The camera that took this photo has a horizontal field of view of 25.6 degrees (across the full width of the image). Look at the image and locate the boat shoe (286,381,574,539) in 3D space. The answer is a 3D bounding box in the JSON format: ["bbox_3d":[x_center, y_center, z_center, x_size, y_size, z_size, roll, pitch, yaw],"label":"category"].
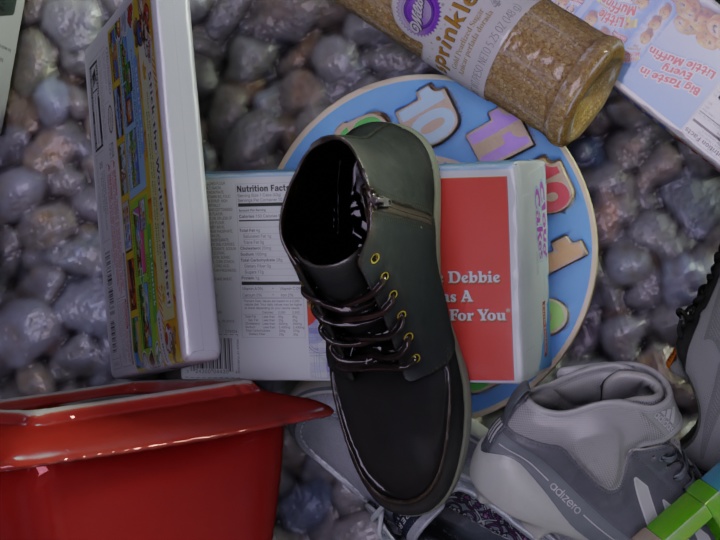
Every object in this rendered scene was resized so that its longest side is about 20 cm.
[{"bbox_3d":[0.042,0.122,0.877,0.200,0.072,0.070,24,127,8],"label":"boat shoe"}]

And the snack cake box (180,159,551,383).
[{"bbox_3d":[0.000,0.000,0.865,0.199,0.067,0.116,0,95,21],"label":"snack cake box"}]

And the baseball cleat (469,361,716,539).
[{"bbox_3d":[0.158,0.110,0.826,0.199,0.070,0.107,18,117,-23],"label":"baseball cleat"}]

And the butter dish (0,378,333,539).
[{"bbox_3d":[-0.133,0.137,0.826,0.199,0.198,0.149,-7,90,53],"label":"butter dish"}]

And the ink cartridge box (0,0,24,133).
[{"bbox_3d":[-0.278,-0.193,0.947,0.145,0.084,0.202,9,90,10],"label":"ink cartridge box"}]

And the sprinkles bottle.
[{"bbox_3d":[0.048,-0.148,0.883,0.199,0.068,0.068,34,95,17],"label":"sprinkles bottle"}]

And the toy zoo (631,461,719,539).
[{"bbox_3d":[0.248,0.123,0.827,0.200,0.020,0.132,-38,114,-9],"label":"toy zoo"}]

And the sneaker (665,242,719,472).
[{"bbox_3d":[0.204,0.019,0.851,0.079,0.074,0.202,3,100,19],"label":"sneaker"}]

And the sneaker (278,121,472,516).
[{"bbox_3d":[0.001,0.029,0.775,0.074,0.106,0.202,-6,94,21],"label":"sneaker"}]

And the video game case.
[{"bbox_3d":[-0.117,-0.045,0.870,0.023,0.182,0.202,-3,85,-21],"label":"video game case"}]

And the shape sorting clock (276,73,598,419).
[{"bbox_3d":[0.036,-0.012,0.908,0.198,0.039,0.202,0,88,10],"label":"shape sorting clock"}]

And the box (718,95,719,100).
[{"bbox_3d":[0.256,-0.074,0.764,0.047,0.200,0.193,23,64,41],"label":"box"}]

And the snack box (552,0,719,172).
[{"bbox_3d":[0.174,-0.124,0.893,0.200,0.024,0.072,40,97,9],"label":"snack box"}]
